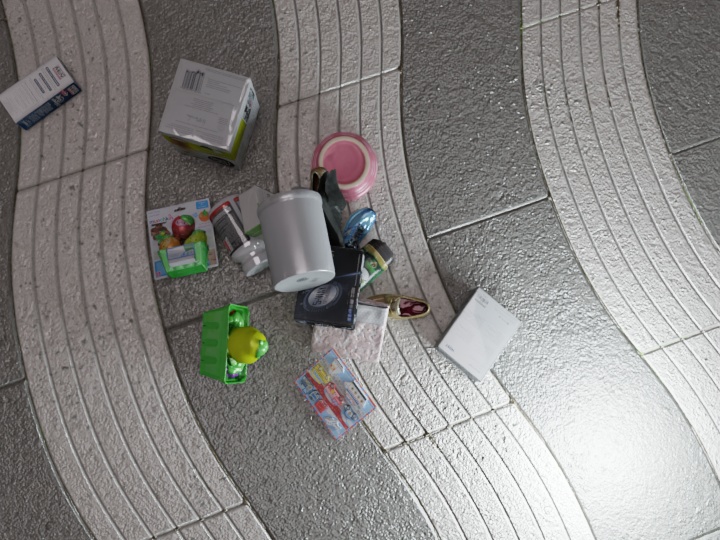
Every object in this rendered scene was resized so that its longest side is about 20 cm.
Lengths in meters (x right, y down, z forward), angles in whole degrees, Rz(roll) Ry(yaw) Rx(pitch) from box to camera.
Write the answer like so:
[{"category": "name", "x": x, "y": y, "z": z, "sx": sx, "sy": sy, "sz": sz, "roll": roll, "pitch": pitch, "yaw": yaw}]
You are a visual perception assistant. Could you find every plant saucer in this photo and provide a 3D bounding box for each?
[{"category": "plant saucer", "x": -0.046, "y": -0.302, "z": 1.680, "sx": 0.194, "sy": 0.051, "sz": 0.207, "roll": 0, "pitch": 83, "yaw": -2}]

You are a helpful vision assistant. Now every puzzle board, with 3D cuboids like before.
[{"category": "puzzle board", "x": -0.070, "y": 0.336, "z": 1.591, "sx": 0.150, "sy": 0.017, "sz": 0.202, "roll": -39, "pitch": 86, "yaw": 10}]

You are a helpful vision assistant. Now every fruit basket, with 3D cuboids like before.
[{"category": "fruit basket", "x": -0.493, "y": -0.090, "z": 1.616, "sx": 0.180, "sy": 0.094, "sz": 0.206, "roll": -11, "pitch": 80, "yaw": -3}, {"category": "fruit basket", "x": -0.319, "y": 0.194, "z": 1.549, "sx": 0.209, "sy": 0.155, "sz": 0.223, "roll": -2, "pitch": 82, "yaw": 13}]

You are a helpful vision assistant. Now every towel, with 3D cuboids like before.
[{"category": "towel", "x": -0.030, "y": 0.156, "z": 1.580, "sx": 0.194, "sy": 0.032, "sz": 0.196, "roll": 11, "pitch": 119, "yaw": 1}]

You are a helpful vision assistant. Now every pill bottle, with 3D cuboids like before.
[{"category": "pill bottle", "x": -0.323, "y": -0.095, "z": 1.609, "sx": 0.114, "sy": 0.116, "sz": 0.203, "roll": -30, "pitch": 84, "yaw": -6}]

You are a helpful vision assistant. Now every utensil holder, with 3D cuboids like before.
[{"category": "utensil holder", "x": -0.157, "y": -0.069, "z": 1.437, "sx": 0.165, "sy": 0.170, "sz": 0.206, "roll": -12, "pitch": 75, "yaw": -4}]

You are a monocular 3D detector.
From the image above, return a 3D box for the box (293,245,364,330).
[{"category": "box", "x": -0.078, "y": 0.041, "z": 1.508, "sx": 0.155, "sy": 0.044, "sz": 0.206, "roll": 7, "pitch": 75, "yaw": 8}]

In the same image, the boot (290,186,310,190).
[{"category": "boot", "x": -0.142, "y": -0.133, "z": 1.606, "sx": 0.072, "sy": 0.095, "sz": 0.206, "roll": -18, "pitch": 110, "yaw": -18}]

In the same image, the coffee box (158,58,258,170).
[{"category": "coffee box", "x": -0.406, "y": -0.420, "z": 1.608, "sx": 0.194, "sy": 0.198, "sz": 0.206, "roll": 16, "pitch": 84, "yaw": -1}]

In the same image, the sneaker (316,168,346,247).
[{"category": "sneaker", "x": -0.068, "y": -0.156, "z": 1.562, "sx": 0.104, "sy": 0.059, "sz": 0.204, "roll": -41, "pitch": 114, "yaw": -40}]

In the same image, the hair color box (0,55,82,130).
[{"category": "hair color box", "x": -0.910, "y": -0.505, "z": 1.670, "sx": 0.198, "sy": 0.061, "sz": 0.101, "roll": -38, "pitch": 85, "yaw": -6}]

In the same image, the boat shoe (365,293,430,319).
[{"category": "boat shoe", "x": 0.099, "y": 0.098, "z": 1.623, "sx": 0.193, "sy": 0.066, "sz": 0.077, "roll": -2, "pitch": 82, "yaw": -2}]

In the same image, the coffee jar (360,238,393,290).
[{"category": "coffee jar", "x": 0.000, "y": 0.000, "z": 1.613, "sx": 0.199, "sy": 0.104, "sz": 0.086, "roll": -41, "pitch": 101, "yaw": -7}]

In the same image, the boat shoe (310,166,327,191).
[{"category": "boat shoe", "x": -0.106, "y": -0.182, "z": 1.629, "sx": 0.073, "sy": 0.068, "sz": 0.206, "roll": -12, "pitch": 101, "yaw": 13}]

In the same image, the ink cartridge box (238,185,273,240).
[{"category": "ink cartridge box", "x": -0.234, "y": -0.137, "z": 1.598, "sx": 0.066, "sy": 0.198, "sz": 0.120, "roll": -25, "pitch": 64, "yaw": 27}]

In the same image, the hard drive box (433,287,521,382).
[{"category": "hard drive box", "x": 0.320, "y": 0.177, "z": 1.616, "sx": 0.155, "sy": 0.077, "sz": 0.202, "roll": 38, "pitch": 82, "yaw": 3}]

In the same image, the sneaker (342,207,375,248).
[{"category": "sneaker", "x": -0.019, "y": -0.082, "z": 1.622, "sx": 0.078, "sy": 0.090, "sz": 0.201, "roll": 40, "pitch": 88, "yaw": -32}]
